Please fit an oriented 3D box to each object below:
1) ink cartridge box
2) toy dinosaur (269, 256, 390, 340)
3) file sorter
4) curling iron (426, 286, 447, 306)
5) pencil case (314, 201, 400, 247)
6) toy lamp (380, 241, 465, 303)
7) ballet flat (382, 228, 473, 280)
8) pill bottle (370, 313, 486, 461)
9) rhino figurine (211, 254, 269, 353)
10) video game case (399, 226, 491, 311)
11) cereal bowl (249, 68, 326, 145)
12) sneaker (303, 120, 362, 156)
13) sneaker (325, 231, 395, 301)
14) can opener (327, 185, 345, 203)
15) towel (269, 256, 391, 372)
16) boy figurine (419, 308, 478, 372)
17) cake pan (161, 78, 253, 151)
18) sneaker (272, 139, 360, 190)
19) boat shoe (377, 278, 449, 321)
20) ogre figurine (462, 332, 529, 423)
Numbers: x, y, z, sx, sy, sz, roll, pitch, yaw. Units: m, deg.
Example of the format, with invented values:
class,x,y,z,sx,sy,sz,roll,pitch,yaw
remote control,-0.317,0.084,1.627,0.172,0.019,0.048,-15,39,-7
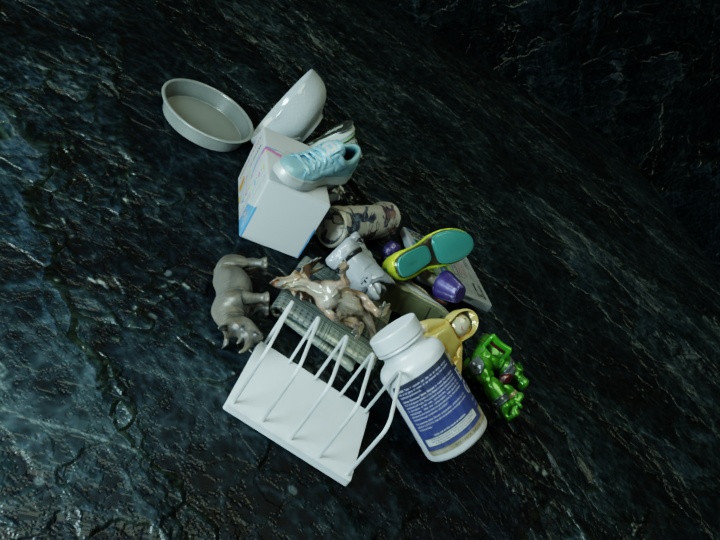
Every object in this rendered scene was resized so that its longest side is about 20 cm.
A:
class,x,y,z,sx,sy,sz,roll,pitch,yaw
ink cartridge box,-0.146,-0.152,1.239,0.123,0.130,0.203,19,35,-26
toy dinosaur,-0.036,0.046,1.090,0.199,0.087,0.135,39,-12,-27
file sorter,-0.058,0.158,0.926,0.197,0.125,0.140,33,31,-6
curling iron,0.101,0.035,1.346,0.196,0.026,0.050,15,28,-31
pencil case,-0.006,-0.094,1.355,0.198,0.088,0.080,-12,89,-51
toy lamp,0.120,0.004,1.303,0.057,0.060,0.198,-2,25,-45
ballet flat,0.120,-0.031,1.253,0.197,0.066,0.069,-21,96,-32
pill bottle,0.098,0.172,1.020,0.203,0.110,0.111,59,31,-5
rhino figurine,-0.178,0.048,1.004,0.085,0.061,0.203,-1,42,-10
video game case,0.180,-0.005,1.455,0.179,0.022,0.202,24,26,-22
cereal bowl,-0.139,-0.315,1.407,0.083,0.199,0.202,43,28,-18
sneaker,-0.079,-0.217,1.356,0.090,0.197,0.077,57,31,-18
sneaker,0.000,0.000,1.198,0.115,0.075,0.200,49,7,-2
can opener,-0.072,-0.160,1.374,0.064,0.054,0.200,-4,11,7
towel,-0.044,0.074,1.149,0.197,0.035,0.193,33,28,-4
boy figurine,0.139,0.137,1.161,0.199,0.064,0.126,-36,95,-39
cake pan,-0.311,-0.310,1.366,0.197,0.037,0.203,26,33,-18
sneaker,-0.071,-0.194,1.166,0.074,0.083,0.198,45,32,16
boat shoe,0.106,0.063,1.265,0.198,0.075,0.069,38,25,-11
ogre figurine,0.250,0.184,1.234,0.120,0.098,0.200,49,43,-1
